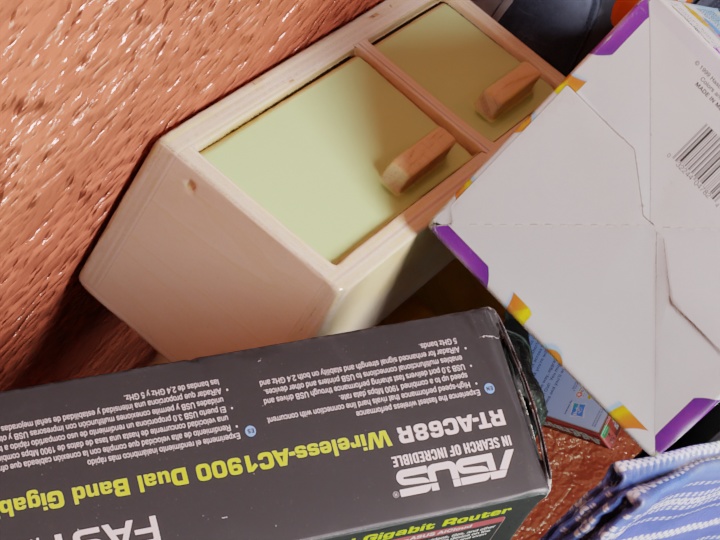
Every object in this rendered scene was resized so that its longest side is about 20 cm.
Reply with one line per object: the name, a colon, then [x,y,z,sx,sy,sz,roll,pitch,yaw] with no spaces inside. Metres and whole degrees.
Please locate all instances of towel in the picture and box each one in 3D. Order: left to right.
towel: [0.067,0.128,0.840,0.144,0.024,0.200,-4,141,-54]

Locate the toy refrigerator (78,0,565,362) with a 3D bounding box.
toy refrigerator: [-0.002,-0.032,0.825,0.070,0.076,0.200,-56,170,33]

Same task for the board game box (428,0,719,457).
board game box: [0.112,-0.020,0.838,0.103,0.105,0.200,-46,173,13]

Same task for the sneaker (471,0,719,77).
sneaker: [0.148,-0.128,0.982,0.203,0.146,0.077,-51,170,-6]

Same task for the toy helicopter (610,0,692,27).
toy helicopter: [0.128,-0.185,0.865,0.132,0.079,0.200,-41,162,-46]

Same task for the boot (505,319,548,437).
boot: [0.072,0.009,1.208,0.211,0.079,0.158,-54,-167,23]

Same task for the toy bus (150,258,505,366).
toy bus: [-0.028,0.055,0.929,0.200,0.065,0.078,-34,-148,-15]

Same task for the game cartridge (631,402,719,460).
game cartridge: [0.154,0.046,0.925,0.200,0.038,0.129,-46,169,37]

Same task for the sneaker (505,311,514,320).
sneaker: [0.115,-0.066,1.060,0.066,0.090,0.201,51,60,-79]

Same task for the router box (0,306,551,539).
router box: [-0.059,0.083,0.733,0.199,0.062,0.150,-10,158,-17]

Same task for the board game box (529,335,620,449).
board game box: [0.130,-0.009,1.308,0.201,0.103,0.019,-62,145,-16]
